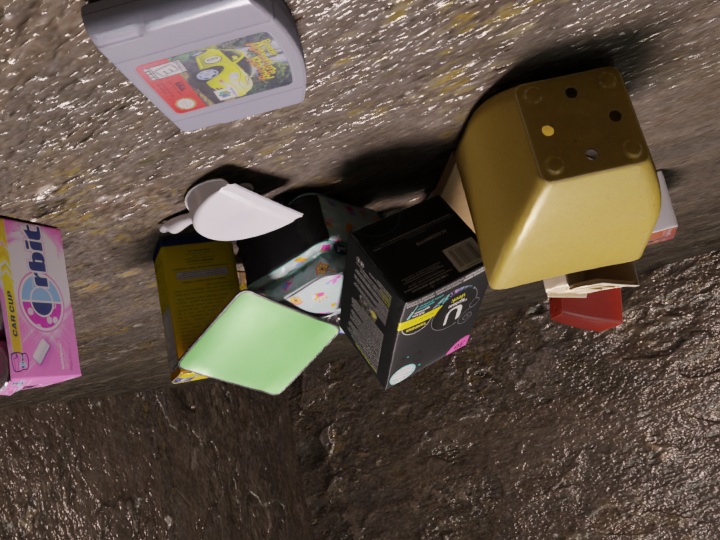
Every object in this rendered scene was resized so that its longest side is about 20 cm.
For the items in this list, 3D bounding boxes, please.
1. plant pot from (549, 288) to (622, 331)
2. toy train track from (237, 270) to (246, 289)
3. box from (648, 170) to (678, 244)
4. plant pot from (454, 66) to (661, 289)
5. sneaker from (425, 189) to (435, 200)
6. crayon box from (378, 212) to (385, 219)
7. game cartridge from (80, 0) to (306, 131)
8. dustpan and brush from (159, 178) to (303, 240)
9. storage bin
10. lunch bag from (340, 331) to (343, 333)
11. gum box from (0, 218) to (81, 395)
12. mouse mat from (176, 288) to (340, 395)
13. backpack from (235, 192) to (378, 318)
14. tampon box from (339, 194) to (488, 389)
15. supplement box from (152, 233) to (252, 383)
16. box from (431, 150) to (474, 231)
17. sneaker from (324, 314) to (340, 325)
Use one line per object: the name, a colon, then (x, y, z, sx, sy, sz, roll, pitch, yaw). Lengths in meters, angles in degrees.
plant pot: (0.685, 0.076, 2.373, 0.173, 0.203, 0.200, 1, 168, -2)
toy train track: (-0.173, 0.021, 1.304, 0.197, 0.033, 0.115, 5, -179, 11)
box: (0.483, -0.095, 1.454, 0.198, 0.108, 0.152, -16, 169, 18)
plant pot: (0.226, -0.118, 0.866, 0.193, 0.197, 0.200, -12, 160, -1)
sneaker: (0.117, -0.081, 1.210, 0.104, 0.076, 0.199, 1, 160, -43)
crayon box: (-0.051, -0.038, 1.291, 0.197, 0.052, 0.127, -12, 170, -1)
game cartridge: (-0.113, -0.169, 0.605, 0.131, 0.041, 0.200, -18, 169, 5)
dustpan and brush: (-0.190, -0.072, 0.990, 0.199, 0.058, 0.139, -26, 153, 29)
storage bin: (0.339, -0.066, 1.195, 0.093, 0.203, 0.198, -16, 169, 34)
lunch bag: (0.020, 0.079, 1.761, 0.168, 0.129, 0.199, -18, 178, 28)
gum box: (-0.408, 0.047, 0.915, 0.065, 0.203, 0.113, -16, 170, 19)
mouse mat: (-0.140, 0.107, 1.087, 0.161, 0.008, 0.199, -46, 137, 18)
backpack: (-0.054, -0.018, 1.118, 0.175, 0.155, 0.199, -33, 162, 34)
tampon box: (0.069, 0.032, 1.023, 0.149, 0.127, 0.201, -25, 148, -23)
supplement box: (-0.240, 0.056, 1.156, 0.108, 0.203, 0.109, -7, 169, -23)
box: (0.166, -0.097, 1.095, 0.162, 0.021, 0.201, -10, 146, -25)
sneaker: (0.000, 0.000, 1.236, 0.199, 0.091, 0.066, -40, 152, 6)
